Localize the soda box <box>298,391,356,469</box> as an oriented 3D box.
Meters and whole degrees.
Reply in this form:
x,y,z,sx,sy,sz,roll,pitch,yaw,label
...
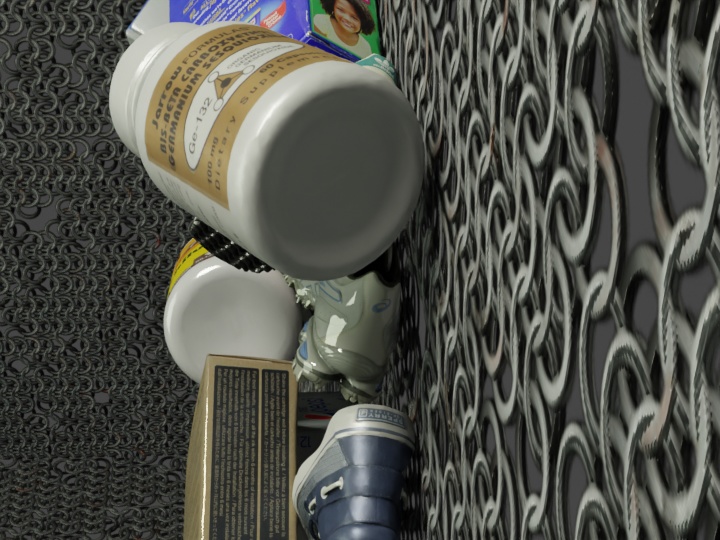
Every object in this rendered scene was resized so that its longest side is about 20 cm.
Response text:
x,y,z,sx,sy,sz,roll,pitch,yaw,label
-0.034,0.148,1.207,0.200,0.067,0.064,-147,56,-82,soda box

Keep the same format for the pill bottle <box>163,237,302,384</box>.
x,y,z,sx,sy,sz,roll,pitch,yaw,label
-0.105,0.023,1.184,0.200,0.108,0.111,-112,22,-77,pill bottle

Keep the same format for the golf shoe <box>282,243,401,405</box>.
x,y,z,sx,sy,sz,roll,pitch,yaw,label
0.000,0.000,0.955,0.201,0.078,0.098,-104,36,-60,golf shoe

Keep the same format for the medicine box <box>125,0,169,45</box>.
x,y,z,sx,sy,sz,roll,pitch,yaw,label
-0.113,-0.225,1.314,0.183,0.102,0.200,-57,-7,-13,medicine box

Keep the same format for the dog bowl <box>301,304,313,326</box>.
x,y,z,sx,sy,sz,roll,pitch,yaw,label
-0.082,-0.015,1.389,0.200,0.073,0.202,160,90,-87,dog bowl

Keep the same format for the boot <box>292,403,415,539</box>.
x,y,z,sx,sy,sz,roll,pitch,yaw,label
-0.009,0.165,0.915,0.201,0.072,0.091,101,175,-61,boot

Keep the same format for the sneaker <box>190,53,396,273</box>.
x,y,z,sx,sy,sz,roll,pitch,yaw,label
-0.039,-0.074,0.970,0.199,0.070,0.094,-38,20,45,sneaker

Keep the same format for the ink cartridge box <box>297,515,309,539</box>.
x,y,z,sx,sy,sz,roll,pitch,yaw,label
-0.071,0.269,1.247,0.116,0.067,0.201,104,142,-68,ink cartridge box

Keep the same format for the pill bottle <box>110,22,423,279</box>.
x,y,z,sx,sy,sz,roll,pitch,yaw,label
-0.063,-0.079,0.815,0.200,0.113,0.116,30,125,51,pill bottle

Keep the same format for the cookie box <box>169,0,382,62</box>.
x,y,z,sx,sy,sz,roll,pitch,yaw,label
-0.069,-0.180,1.082,0.171,0.075,0.201,-38,41,34,cookie box

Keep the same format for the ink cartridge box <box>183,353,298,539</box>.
x,y,z,sx,sy,sz,roll,pitch,yaw,label
-0.094,0.182,1.087,0.201,0.074,0.166,108,164,-59,ink cartridge box
